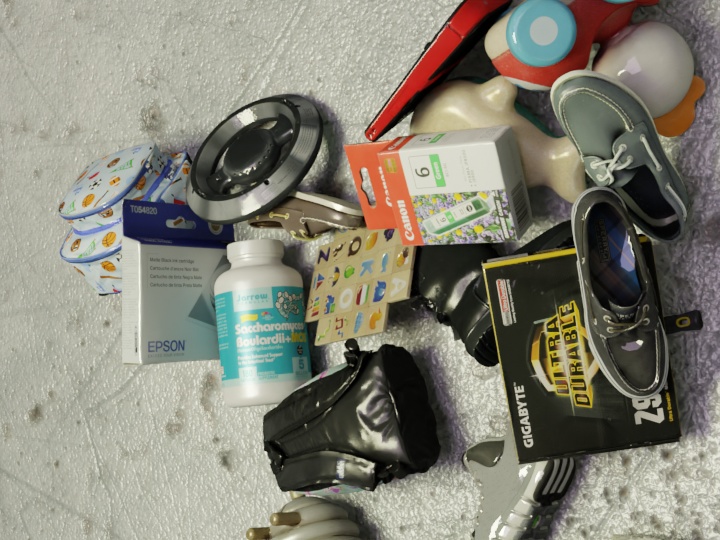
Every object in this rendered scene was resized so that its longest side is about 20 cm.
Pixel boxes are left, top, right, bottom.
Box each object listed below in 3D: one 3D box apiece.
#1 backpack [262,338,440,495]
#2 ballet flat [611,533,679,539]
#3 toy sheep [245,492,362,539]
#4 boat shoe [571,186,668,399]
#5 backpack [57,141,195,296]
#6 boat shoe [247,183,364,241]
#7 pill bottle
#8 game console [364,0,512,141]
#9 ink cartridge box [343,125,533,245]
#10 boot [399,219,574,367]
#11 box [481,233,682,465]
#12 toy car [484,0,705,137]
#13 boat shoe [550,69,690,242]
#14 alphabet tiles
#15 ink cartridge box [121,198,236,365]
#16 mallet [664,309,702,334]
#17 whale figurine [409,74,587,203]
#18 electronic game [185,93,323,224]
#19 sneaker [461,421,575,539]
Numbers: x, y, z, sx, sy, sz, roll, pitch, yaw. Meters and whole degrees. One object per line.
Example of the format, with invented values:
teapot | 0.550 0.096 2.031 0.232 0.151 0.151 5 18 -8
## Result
backpack | -0.013 0.186 1.208 0.200 0.127 0.167 -28 62 33
ballet flat | 0.232 0.288 1.043 0.200 0.072 0.072 -13 79 12
toy sheep | -0.057 0.332 1.233 0.138 0.138 0.200 -30 62 33
boat shoe | 0.234 0.023 0.952 0.070 0.066 0.200 -10 95 8
backpack | -0.300 -0.065 1.393 0.200 0.154 0.191 -17 44 37
boat shoe | -0.070 -0.067 1.291 0.200 0.072 0.060 16 92 46
pill bottle | -0.121 0.065 1.306 0.111 0.111 0.200 -11 82 37
game console | 0.083 -0.223 1.116 0.031 0.200 0.177 44 116 0
ink cartridge box | 0.069 -0.083 1.098 0.200 0.050 0.109 -2 117 33
boot | 0.143 -0.007 1.123 0.198 0.073 0.162 -47 40 6
box | 0.211 0.075 1.019 0.160 0.049 0.200 -9 96 6
toy car | 0.240 -0.199 1.021 0.177 0.184 0.200 -38 97 7
boat shoe | 0.245 -0.102 0.980 0.073 0.200 0.062 -27 34 28
alphabet tiles | 0.000 0.000 1.228 0.200 0.006 0.167 -16 58 52
ink cartridge box | -0.211 0.014 1.323 0.041 0.200 0.200 -3 87 36
mallet | 0.245 0.078 1.072 0.200 0.041 0.066 -6 83 34
whale figurine | 0.153 -0.135 1.117 0.200 0.104 0.159 16 125 24
electronic game | -0.134 -0.140 1.322 0.200 0.042 0.200 -20 46 22
sneaker | 0.142 0.251 1.129 0.115 0.075 0.200 37 105 43
